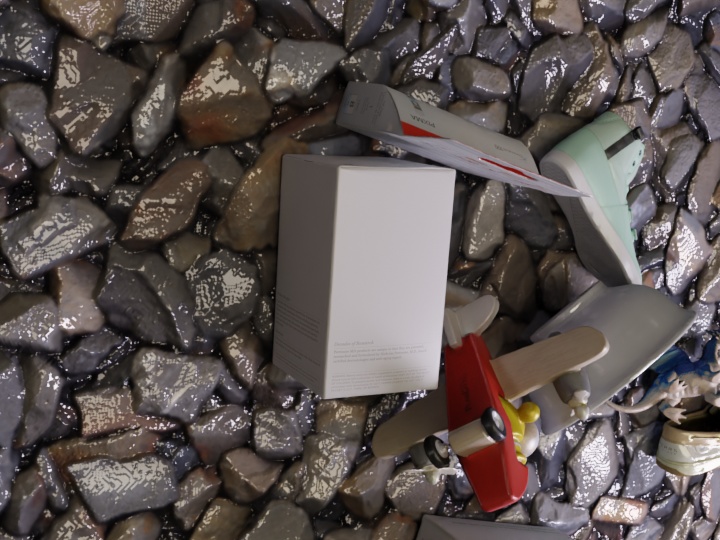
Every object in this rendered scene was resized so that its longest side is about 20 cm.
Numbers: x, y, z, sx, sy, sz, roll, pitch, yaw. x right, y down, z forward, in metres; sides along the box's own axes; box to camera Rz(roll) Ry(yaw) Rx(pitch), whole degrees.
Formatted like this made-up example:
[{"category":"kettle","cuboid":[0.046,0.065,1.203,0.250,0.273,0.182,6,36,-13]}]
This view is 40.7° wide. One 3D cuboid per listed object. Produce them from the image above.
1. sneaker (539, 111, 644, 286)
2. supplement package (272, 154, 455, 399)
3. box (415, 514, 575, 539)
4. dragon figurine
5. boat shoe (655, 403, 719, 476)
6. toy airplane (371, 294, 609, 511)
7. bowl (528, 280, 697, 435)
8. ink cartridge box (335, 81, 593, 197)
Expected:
[{"category":"sneaker","cuboid":[0.282,-0.072,1.042,0.118,0.074,0.201,-40,117,-17]},{"category":"supplement package","cuboid":[0.000,0.000,0.878,0.119,0.121,0.201,-2,102,-27]},{"category":"box","cuboid":[0.166,0.375,1.001,0.198,0.200,0.172,14,96,-29]},{"category":"dragon figurine","cuboid":[0.366,0.126,1.137,0.199,0.099,0.059,-17,111,-4]},{"category":"boat shoe","cuboid":[0.451,0.192,1.188,0.199,0.074,0.067,-15,113,-25]},{"category":"toy airplane","cuboid":[0.122,0.127,0.938,0.141,0.200,0.199,45,71,-33]},{"category":"bowl","cuboid":[0.241,0.075,1.008,0.201,0.201,0.090,-38,83,-17]},{"category":"ink cartridge box","cuboid":[0.092,-0.118,0.857,0.160,0.200,0.047,17,93,-30]}]
